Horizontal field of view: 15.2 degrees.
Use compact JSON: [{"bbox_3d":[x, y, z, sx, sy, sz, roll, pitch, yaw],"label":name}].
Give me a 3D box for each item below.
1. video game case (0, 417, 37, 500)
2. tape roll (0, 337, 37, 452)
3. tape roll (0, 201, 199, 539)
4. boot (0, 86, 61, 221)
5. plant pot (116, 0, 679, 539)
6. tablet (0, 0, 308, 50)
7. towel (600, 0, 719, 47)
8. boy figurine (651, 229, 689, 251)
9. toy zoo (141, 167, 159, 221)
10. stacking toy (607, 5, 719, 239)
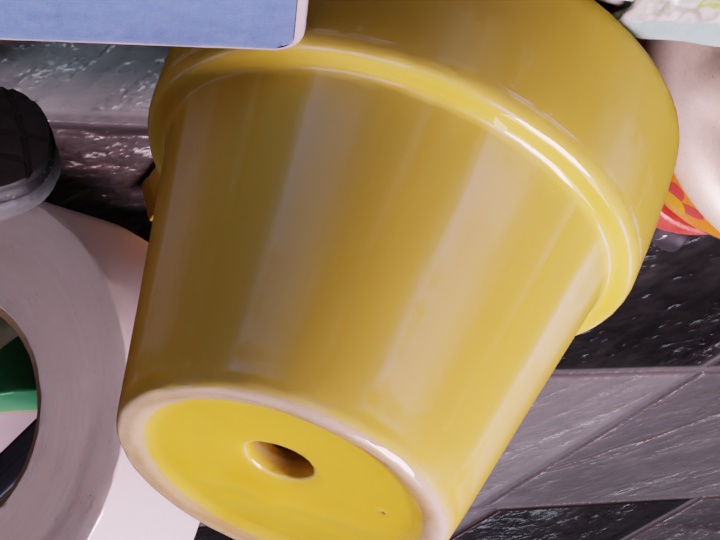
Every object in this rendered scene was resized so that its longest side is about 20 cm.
[{"bbox_3d":[-0.091,0.051,1.304,0.143,0.019,0.200,-43,168,19],"label":"video game case"},{"bbox_3d":[-0.208,0.078,1.411,0.200,0.048,0.201,-11,160,-4],"label":"tape roll"},{"bbox_3d":[-0.161,0.068,1.186,0.202,0.203,0.071,-24,159,27],"label":"tape roll"},{"bbox_3d":[-0.190,-0.001,1.109,0.199,0.070,0.132,-10,135,22],"label":"boot"},{"bbox_3d":[0.000,0.000,1.013,0.200,0.189,0.201,16,150,10],"label":"plant pot"},{"bbox_3d":[-0.077,-0.137,0.870,0.130,0.014,0.200,2,147,-4],"label":"tablet"},{"bbox_3d":[0.195,-0.148,1.000,0.200,0.048,0.171,2,141,-36],"label":"towel"},{"bbox_3d":[0.204,-0.073,1.244,0.200,0.065,0.124,-24,155,36],"label":"boy figurine"},{"bbox_3d":[-0.013,-0.061,1.196,0.131,0.021,0.200,-3,158,-28],"label":"toy zoo"},{"bbox_3d":[0.125,-0.064,1.161,0.146,0.147,0.200,1,171,-35],"label":"stacking toy"}]
